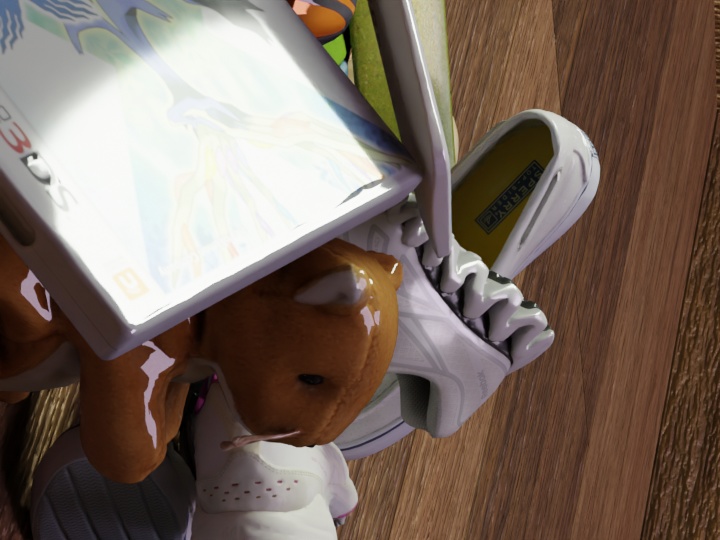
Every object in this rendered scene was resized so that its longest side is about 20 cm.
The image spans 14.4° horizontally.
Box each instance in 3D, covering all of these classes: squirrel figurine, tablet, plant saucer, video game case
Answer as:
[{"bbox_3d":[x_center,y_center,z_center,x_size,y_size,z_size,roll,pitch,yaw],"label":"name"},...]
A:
[{"bbox_3d":[-0.075,-0.016,1.126,0.141,0.185,0.201,9,86,-77],"label":"squirrel figurine"},{"bbox_3d":[0.010,-0.115,1.172,0.130,0.014,0.201,82,-4,-74],"label":"tablet"},{"bbox_3d":[0.019,-0.135,1.442,0.200,0.048,0.201,-91,176,-66],"label":"plant saucer"},{"bbox_3d":[-0.086,-0.073,1.037,0.022,0.183,0.200,-44,172,35],"label":"video game case"}]

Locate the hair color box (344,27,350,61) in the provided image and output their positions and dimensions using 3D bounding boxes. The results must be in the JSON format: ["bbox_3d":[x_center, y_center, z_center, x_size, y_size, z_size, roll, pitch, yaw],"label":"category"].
[{"bbox_3d":[-0.049,-0.165,1.471,0.200,0.060,0.099,78,20,-54],"label":"hair color box"}]

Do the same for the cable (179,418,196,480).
[{"bbox_3d":[-0.058,0.055,1.538,0.163,0.050,0.201,-59,151,-63],"label":"cable"}]

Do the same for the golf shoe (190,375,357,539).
[{"bbox_3d":[-0.041,0.077,1.285,0.200,0.075,0.092,-108,-167,-85],"label":"golf shoe"}]

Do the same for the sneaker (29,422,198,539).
[{"bbox_3d":[-0.111,0.105,1.310,0.200,0.072,0.071,90,1,-62],"label":"sneaker"}]

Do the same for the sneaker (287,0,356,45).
[{"bbox_3d":[-0.045,-0.162,1.197,0.200,0.112,0.078,27,46,-44],"label":"sneaker"}]

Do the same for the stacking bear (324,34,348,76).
[{"bbox_3d":[-0.062,-0.120,1.338,0.114,0.121,0.201,-60,147,-66],"label":"stacking bear"}]

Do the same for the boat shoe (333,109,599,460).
[{"bbox_3d":[0.033,0.004,1.354,0.202,0.075,0.086,-47,159,5],"label":"boat shoe"}]

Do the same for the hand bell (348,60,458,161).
[{"bbox_3d":[-0.001,-0.033,1.559,0.200,0.103,0.105,-81,171,-65],"label":"hand bell"}]

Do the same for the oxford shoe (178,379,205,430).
[{"bbox_3d":[-0.103,-0.026,1.247,0.073,0.084,0.201,139,-51,-69],"label":"oxford shoe"}]

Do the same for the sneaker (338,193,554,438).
[{"bbox_3d":[0.000,0.000,1.247,0.200,0.075,0.081,42,85,-30],"label":"sneaker"}]
